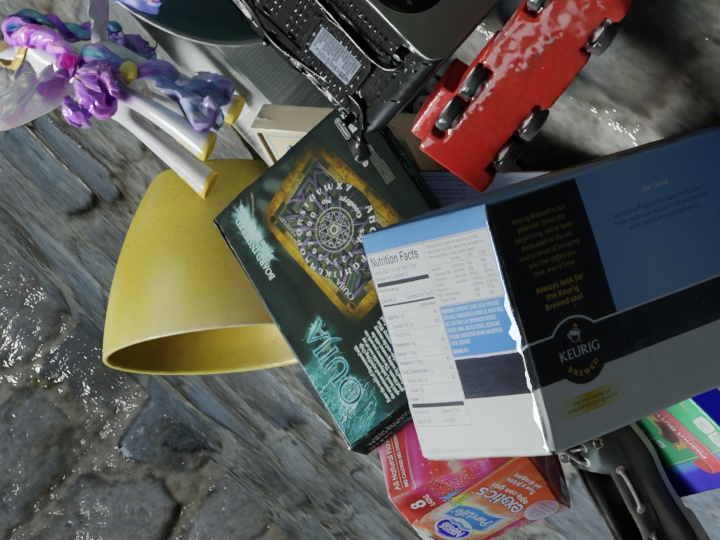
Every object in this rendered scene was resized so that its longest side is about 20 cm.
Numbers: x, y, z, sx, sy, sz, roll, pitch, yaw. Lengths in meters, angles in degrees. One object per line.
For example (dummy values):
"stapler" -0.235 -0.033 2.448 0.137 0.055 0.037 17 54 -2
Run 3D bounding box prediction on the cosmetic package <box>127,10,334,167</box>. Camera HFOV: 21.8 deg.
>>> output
"cosmetic package" -0.093 -0.181 1.383 0.200 0.090 0.107 50 162 -9

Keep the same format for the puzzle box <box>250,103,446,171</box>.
"puzzle box" 0.014 -0.039 1.346 0.132 0.026 0.201 7 144 33

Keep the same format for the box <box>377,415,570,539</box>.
"box" 0.061 0.075 1.257 0.096 0.099 0.201 52 -160 -48

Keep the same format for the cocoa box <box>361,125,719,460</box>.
"cocoa box" 0.126 0.009 1.013 0.133 0.199 0.132 -13 94 60

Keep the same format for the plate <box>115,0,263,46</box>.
"plate" -0.122 -0.217 1.188 0.200 0.200 0.026 45 132 0

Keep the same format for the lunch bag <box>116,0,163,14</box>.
"lunch bag" -0.132 -0.279 1.078 0.093 0.201 0.151 13 150 -9

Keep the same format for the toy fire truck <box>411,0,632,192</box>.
"toy fire truck" 0.089 -0.117 1.052 0.049 0.141 0.200 33 125 -6

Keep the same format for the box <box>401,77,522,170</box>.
"box" 0.060 -0.059 1.382 0.137 0.040 0.200 45 164 -4

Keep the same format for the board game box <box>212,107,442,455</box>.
"board game box" 0.000 0.000 1.217 0.201 0.135 0.028 58 -164 27

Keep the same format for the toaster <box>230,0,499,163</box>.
"toaster" -0.006 -0.185 1.089 0.181 0.119 0.200 46 164 0

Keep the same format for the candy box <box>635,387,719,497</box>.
"candy box" 0.201 0.068 1.280 0.169 0.077 0.200 44 166 1

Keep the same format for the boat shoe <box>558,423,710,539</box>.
"boat shoe" 0.176 0.147 1.294 0.200 0.057 0.067 53 165 -24

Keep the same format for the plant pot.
"plant pot" -0.107 -0.006 1.471 0.200 0.198 0.143 127 139 -74

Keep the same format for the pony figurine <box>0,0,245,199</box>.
"pony figurine" -0.185 -0.141 1.336 0.199 0.167 0.193 28 167 2

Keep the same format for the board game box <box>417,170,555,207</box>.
"board game box" 0.080 -0.014 1.211 0.199 0.104 0.019 3 164 34

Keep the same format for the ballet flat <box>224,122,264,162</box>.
"ballet flat" -0.060 -0.105 1.512 0.200 0.071 0.071 47 164 5
